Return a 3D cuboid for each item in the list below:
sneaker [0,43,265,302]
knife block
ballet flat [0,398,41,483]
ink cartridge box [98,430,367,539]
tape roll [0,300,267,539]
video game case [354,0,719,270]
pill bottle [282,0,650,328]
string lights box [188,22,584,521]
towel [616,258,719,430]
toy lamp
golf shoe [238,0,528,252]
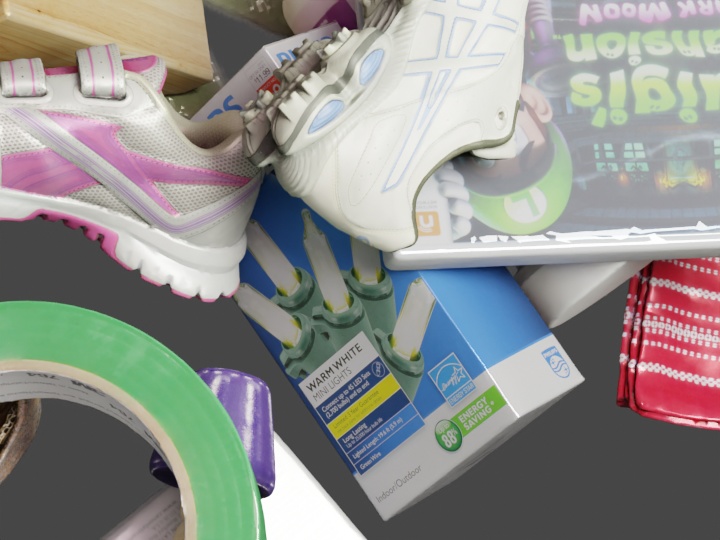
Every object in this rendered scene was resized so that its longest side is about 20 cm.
[{"bbox_3d":[-0.128,-0.064,1.301,0.200,0.081,0.088,22,104,-22],"label":"sneaker"},{"bbox_3d":[-0.157,-0.129,1.324,0.200,0.176,0.064,-5,76,-13],"label":"knife block"},{"bbox_3d":[-0.206,0.114,1.300,0.068,0.067,0.200,29,71,-2],"label":"ballet flat"},{"bbox_3d":[-0.045,0.190,1.323,0.160,0.047,0.200,-39,87,-19],"label":"ink cartridge box"},{"bbox_3d":[-0.139,0.115,1.234,0.200,0.048,0.201,-1,73,2],"label":"tape roll"},{"bbox_3d":[0.099,-0.092,1.328,0.200,0.023,0.182,-2,73,-13],"label":"video game case"},{"bbox_3d":[0.062,-0.076,1.386,0.112,0.112,0.200,-34,83,-18],"label":"pill bottle"},{"bbox_3d":[0.000,0.000,1.350,0.059,0.103,0.200,-26,78,-50],"label":"string lights box"},{"bbox_3d":[0.203,-0.012,1.443,0.144,0.022,0.200,11,72,-9],"label":"towel"},{"bbox_3d":[-0.074,0.141,1.278,0.058,0.058,0.200,13,75,-7],"label":"toy lamp"},{"bbox_3d":[0.041,-0.095,1.278,0.097,0.078,0.200,46,75,-13],"label":"golf shoe"}]
